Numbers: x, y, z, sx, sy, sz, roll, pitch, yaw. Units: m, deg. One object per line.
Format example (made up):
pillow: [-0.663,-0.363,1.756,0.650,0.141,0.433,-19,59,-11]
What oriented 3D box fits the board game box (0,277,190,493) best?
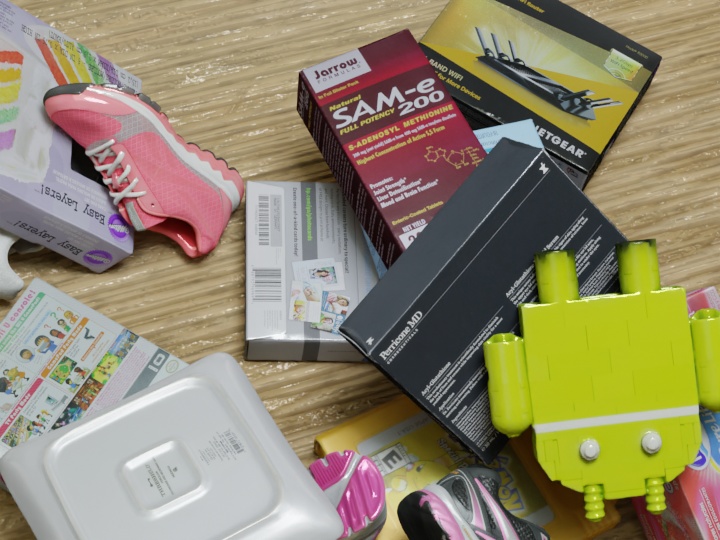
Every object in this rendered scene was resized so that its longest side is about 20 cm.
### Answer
board game box: [-0.215,0.119,1.221,0.199,0.064,0.148,30,61,9]

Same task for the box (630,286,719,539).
box: [0.254,0.125,1.212,0.094,0.103,0.201,-23,90,-18]

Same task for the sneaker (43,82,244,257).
sneaker: [-0.181,-0.081,1.284,0.200,0.073,0.087,34,58,-32]

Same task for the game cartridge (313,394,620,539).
game cartridge: [0.089,0.167,1.247,0.199,0.033,0.177,-25,67,-17]

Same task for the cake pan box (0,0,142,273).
cake pan box: [-0.267,-0.116,1.293,0.199,0.052,0.185,30,50,-42]

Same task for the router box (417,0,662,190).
router box: [0.155,-0.179,1.435,0.199,0.052,0.158,30,62,10]

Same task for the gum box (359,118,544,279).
gum box: [0.097,-0.020,1.300,0.169,0.045,0.201,-12,65,-14]

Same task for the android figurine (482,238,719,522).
android figurine: [0.182,0.081,1.131,0.180,0.041,0.202,-5,90,1]

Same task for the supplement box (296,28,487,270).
supplement box: [0.038,-0.091,1.271,0.108,0.061,0.201,-23,66,-16]

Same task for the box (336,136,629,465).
box: [0.103,0.021,1.183,0.200,0.079,0.141,-49,115,-4]

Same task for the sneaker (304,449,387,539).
sneaker: [-0.061,0.210,1.178,0.199,0.088,0.082,-22,61,10]

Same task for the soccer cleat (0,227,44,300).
soccer cleat: [-0.299,-0.063,1.319,0.086,0.070,0.201,22,58,-18]

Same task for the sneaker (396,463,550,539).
sneaker: [0.118,0.233,1.162,0.086,0.080,0.201,-33,96,-29]

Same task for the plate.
plate: [-0.142,0.157,1.126,0.199,0.032,0.200,-25,51,-17]

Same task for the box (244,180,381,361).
box: [0.000,0.000,1.325,0.198,0.041,0.157,0,61,-6]
